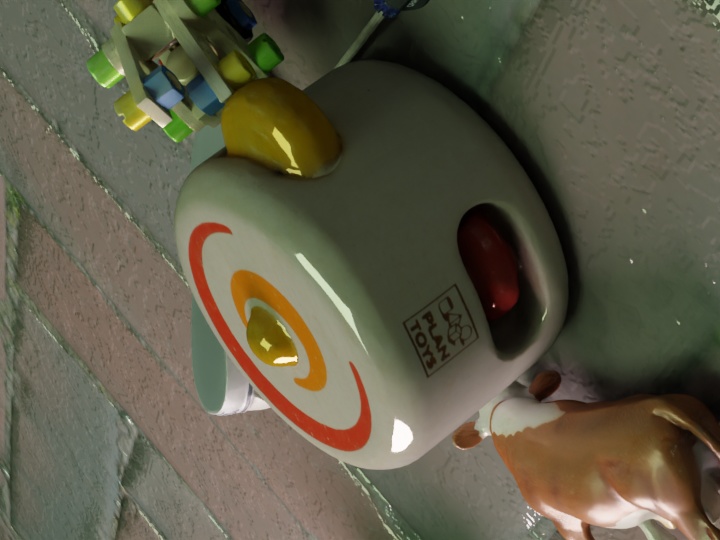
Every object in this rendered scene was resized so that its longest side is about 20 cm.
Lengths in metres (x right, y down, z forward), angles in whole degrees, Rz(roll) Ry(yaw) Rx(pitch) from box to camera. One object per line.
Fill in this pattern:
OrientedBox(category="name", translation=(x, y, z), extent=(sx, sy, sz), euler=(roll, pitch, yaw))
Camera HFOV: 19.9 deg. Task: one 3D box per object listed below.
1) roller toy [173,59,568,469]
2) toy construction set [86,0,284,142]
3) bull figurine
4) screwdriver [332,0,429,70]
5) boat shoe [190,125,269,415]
OrientedBox(category="roller toy", translation=(0.000, 0.000, 1.032), extent=(0.182, 0.140, 0.200), euler=(47, 155, 13))
OrientedBox(category="toy construction set", translation=(-0.108, -0.153, 1.053), extent=(0.131, 0.092, 0.200), euler=(20, -130, -66))
OrientedBox(category="bull figurine", translation=(0.127, 0.106, 1.040), extent=(0.121, 0.065, 0.200), euler=(54, 159, -10))
OrientedBox(category="screwdriver", translation=(0.006, -0.121, 0.997), extent=(0.028, 0.029, 0.200), euler=(53, 156, 1))
OrientedBox(category="boat shoe", translation=(-0.047, -0.017, 1.189), extent=(0.075, 0.086, 0.202), euler=(18, 109, 61))
